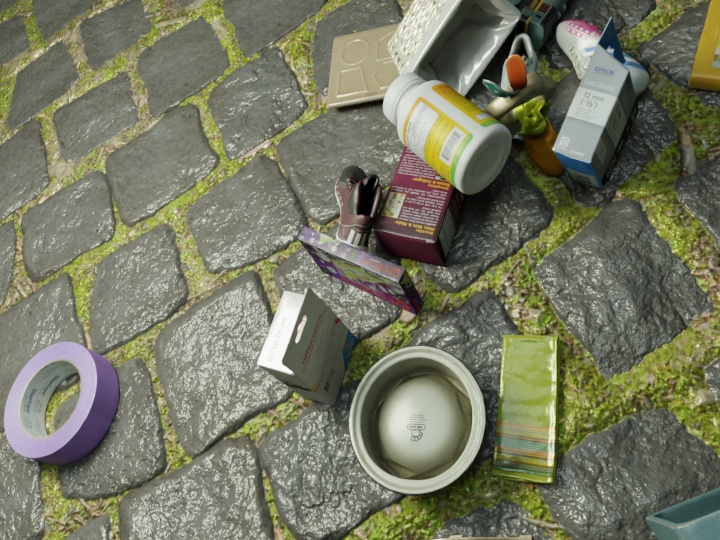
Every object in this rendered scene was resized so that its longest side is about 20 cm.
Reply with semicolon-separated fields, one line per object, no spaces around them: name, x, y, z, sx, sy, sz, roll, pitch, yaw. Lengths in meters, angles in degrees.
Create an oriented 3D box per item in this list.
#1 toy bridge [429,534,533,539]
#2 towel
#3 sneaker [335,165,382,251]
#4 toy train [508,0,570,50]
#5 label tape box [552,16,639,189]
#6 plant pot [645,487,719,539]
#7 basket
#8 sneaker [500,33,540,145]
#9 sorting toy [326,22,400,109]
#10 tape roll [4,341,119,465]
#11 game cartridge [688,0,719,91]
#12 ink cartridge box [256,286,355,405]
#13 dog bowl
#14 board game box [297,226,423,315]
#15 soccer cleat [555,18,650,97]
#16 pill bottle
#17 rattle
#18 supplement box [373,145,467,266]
toy bridge;0.129;0.356;0.827;0.194;0.067;0.028;-11;60;17
towel;0.233;0.188;0.899;0.084;0.018;0.205;1;65;21
sneaker;0.006;-0.131;1.068;0.073;0.117;0.204;10;47;-15
toy train;0.318;-0.487;1.163;0.112;0.086;0.202;30;69;17
label tape box;0.364;-0.240;0.955;0.065;0.142;0.204;27;95;30
plant pot;0.441;0.322;0.658;0.192;0.196;0.204;-24;69;8
basket;0.154;-0.413;1.121;0.201;0.133;0.125;-52;43;30
sneaker;0.264;-0.312;1.096;0.073;0.087;0.206;0;66;19
sorting toy;0.027;-0.400;1.267;0.180;0.037;0.205;-5;59;19
tape roll;-0.530;0.235;1.147;0.194;0.066;0.206;-9;63;17
game cartridge;0.634;-0.351;1.002;0.195;0.033;0.180;14;71;28
ink cartridge box;-0.082;0.110;0.953;0.066;0.201;0.118;9;67;24
dog bowl;0.085;0.215;0.911;0.194;0.074;0.206;-9;62;16
board game box;0.000;0.000;1.024;0.196;0.120;0.033;24;77;30
soccer cleat;0.385;-0.347;1.074;0.086;0.070;0.200;-41;58;-3
pill bottle;0.125;-0.217;0.986;0.111;0.111;0.200;-42;60;-4
rattle;0.249;-0.220;0.962;0.126;0.200;0.147;-10;87;8
supplement box;0.111;-0.123;1.061;0.108;0.086;0.204;12;69;25
